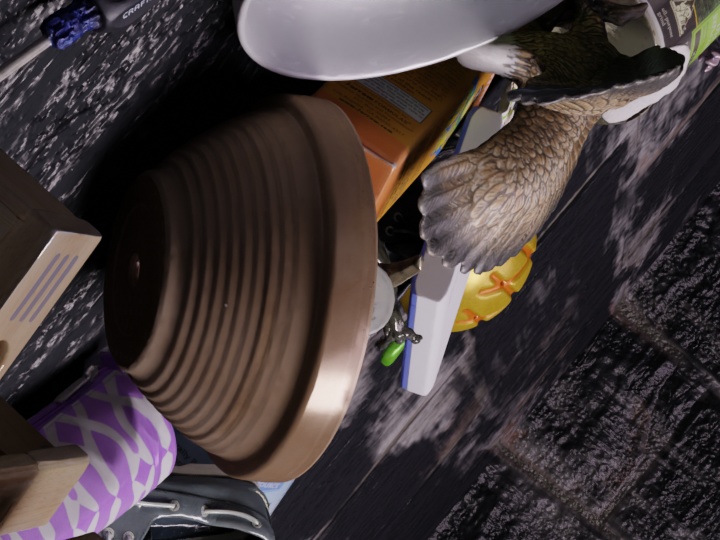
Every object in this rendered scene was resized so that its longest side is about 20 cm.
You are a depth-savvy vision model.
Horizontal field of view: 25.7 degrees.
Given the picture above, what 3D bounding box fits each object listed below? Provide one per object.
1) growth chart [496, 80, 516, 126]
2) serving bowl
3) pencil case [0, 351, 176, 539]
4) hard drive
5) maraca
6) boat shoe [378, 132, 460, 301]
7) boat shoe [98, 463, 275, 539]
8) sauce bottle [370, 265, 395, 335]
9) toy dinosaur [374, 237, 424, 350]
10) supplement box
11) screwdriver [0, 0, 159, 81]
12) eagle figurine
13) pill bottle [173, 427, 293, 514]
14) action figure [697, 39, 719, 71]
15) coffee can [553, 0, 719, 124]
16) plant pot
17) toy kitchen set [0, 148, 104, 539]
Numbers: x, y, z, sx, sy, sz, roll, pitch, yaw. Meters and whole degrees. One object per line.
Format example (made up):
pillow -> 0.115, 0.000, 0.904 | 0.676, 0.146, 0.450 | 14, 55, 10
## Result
growth chart -> 0.114, -0.127, 1.203 | 0.145, 0.018, 0.202 | 87, 25, -74
serving bowl -> 0.028, -0.167, 0.750 | 0.198, 0.066, 0.200 | -17, 164, -5
pencil case -> -0.187, 0.124, 0.877 | 0.200, 0.083, 0.086 | -38, 126, -47
hard drive -> 0.059, -0.007, 1.056 | 0.200, 0.025, 0.133 | 91, 18, -69
maraca -> 0.077, 0.002, 1.332 | 0.201, 0.107, 0.137 | -55, 172, 33
boat shoe -> 0.020, -0.013, 1.159 | 0.200, 0.066, 0.074 | -47, 126, 5
boat shoe -> -0.143, 0.161, 0.980 | 0.198, 0.062, 0.073 | 2, 125, -32
sauce bottle -> -0.036, 0.010, 0.907 | 0.066, 0.066, 0.200 | -48, -162, -10
toy dinosaur -> 0.000, 0.000, 0.957 | 0.047, 0.200, 0.089 | -17, 115, -14
supplement box -> 0.022, -0.097, 0.940 | 0.200, 0.068, 0.067 | -52, 172, -51
screwdriver -> -0.134, -0.083, 0.621 | 0.200, 0.028, 0.029 | -45, -166, -36
eagle figurine -> 0.110, -0.100, 0.895 | 0.201, 0.149, 0.153 | -82, 158, -44
pill bottle -> -0.071, 0.087, 1.078 | 0.201, 0.108, 0.109 | -57, 164, 20
action figure -> 0.233, -0.239, 1.303 | 0.200, 0.132, 0.151 | 120, -31, -78
coffee can -> 0.202, -0.218, 1.092 | 0.200, 0.146, 0.147 | -43, 164, -27
plant pot -> -0.075, 0.004, 0.813 | 0.092, 0.202, 0.202 | 8, 132, -25
toy kitchen set -> -0.139, 0.062, 0.700 | 0.181, 0.163, 0.200 | -53, 166, 8
